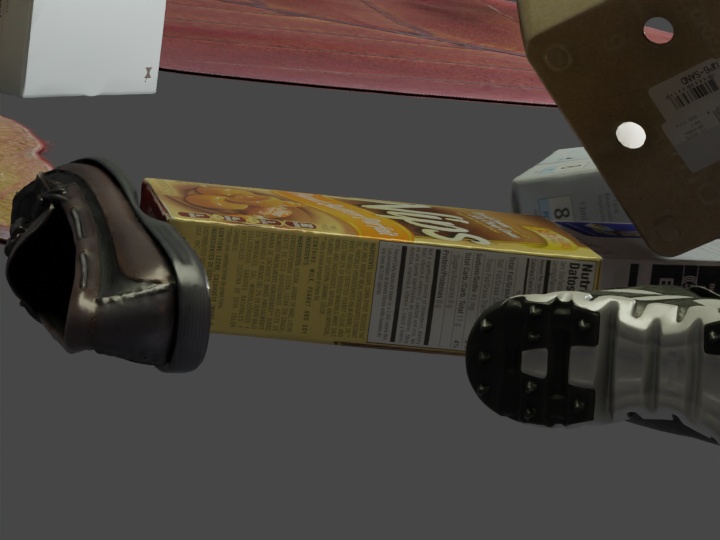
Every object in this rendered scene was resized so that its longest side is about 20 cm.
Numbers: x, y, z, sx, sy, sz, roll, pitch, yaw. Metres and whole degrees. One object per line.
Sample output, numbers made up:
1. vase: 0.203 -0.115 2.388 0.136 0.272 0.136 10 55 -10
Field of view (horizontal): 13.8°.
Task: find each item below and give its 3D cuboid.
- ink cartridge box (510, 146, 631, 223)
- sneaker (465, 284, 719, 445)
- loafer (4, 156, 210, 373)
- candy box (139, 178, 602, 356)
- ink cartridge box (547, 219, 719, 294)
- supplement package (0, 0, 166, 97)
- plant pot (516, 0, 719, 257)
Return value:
1. ink cartridge box: 0.196 -0.053 1.688 0.199 0.048 0.160 -9 5 14
2. sneaker: 0.149 0.039 1.214 0.199 0.067 0.090 8 12 21
3. loafer: -0.124 -0.005 1.282 0.063 0.072 0.200 -2 16 -24
4. candy box: 0.000 0.000 1.364 0.199 0.056 0.115 5 10 -11
5. ink cartridge box: 0.167 0.001 1.528 0.199 0.039 0.099 0 11 -26
6. supplement package: -0.259 -0.214 2.128 0.199 0.152 0.151 14 11 34
7. plant pot: 0.187 -0.124 1.471 0.199 0.200 0.177 -24 19 31
